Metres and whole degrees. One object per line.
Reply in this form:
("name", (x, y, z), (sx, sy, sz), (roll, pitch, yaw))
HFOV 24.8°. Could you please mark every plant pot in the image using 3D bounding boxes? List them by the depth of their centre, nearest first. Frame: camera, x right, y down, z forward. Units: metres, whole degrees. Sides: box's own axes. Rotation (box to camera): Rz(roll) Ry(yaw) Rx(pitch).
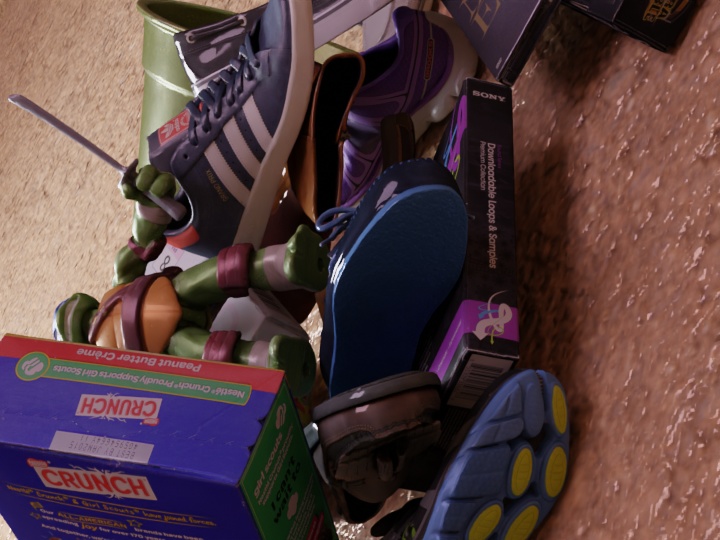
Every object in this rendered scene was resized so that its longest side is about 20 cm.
("plant pot", (-0.100, -0.094, 1.287), (0.200, 0.198, 0.192), (-133, 56, -65))

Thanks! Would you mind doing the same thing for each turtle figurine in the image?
("turtle figurine", (-0.128, 0.014, 0.961), (0.192, 0.201, 0.144), (0, 38, 25))

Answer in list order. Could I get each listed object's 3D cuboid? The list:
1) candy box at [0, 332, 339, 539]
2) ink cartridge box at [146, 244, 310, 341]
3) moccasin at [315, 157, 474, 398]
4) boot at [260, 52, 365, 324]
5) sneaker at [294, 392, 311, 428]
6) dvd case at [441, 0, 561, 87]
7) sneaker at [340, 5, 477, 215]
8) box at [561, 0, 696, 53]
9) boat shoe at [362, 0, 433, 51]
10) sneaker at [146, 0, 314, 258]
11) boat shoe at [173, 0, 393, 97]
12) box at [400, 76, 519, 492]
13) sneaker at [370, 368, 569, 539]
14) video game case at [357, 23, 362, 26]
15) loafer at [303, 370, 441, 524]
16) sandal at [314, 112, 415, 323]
("candy box", (-0.110, 0.129, 0.912), (0.201, 0.167, 0.078), (75, -152, -51))
("ink cartridge box", (-0.132, 0.082, 1.101), (0.201, 0.057, 0.163), (-54, 39, 5))
("moccasin", (0.004, 0.001, 0.905), (0.201, 0.080, 0.069), (113, 152, -49))
("boot", (-0.029, -0.044, 1.062), (0.200, 0.068, 0.190), (-150, 72, -76))
("sneaker", (-0.067, 0.097, 1.117), (0.200, 0.077, 0.091), (-115, 41, -61))
("dvd case", (0.100, -0.216, 1.021), (0.150, 0.016, 0.200), (-61, 21, 20))
("sneaker", (0.002, -0.116, 1.176), (0.200, 0.083, 0.081), (-52, 26, 34))
("box", (0.171, -0.245, 0.968), (0.201, 0.049, 0.199), (-63, 22, 10))
("boat shoe", (0.018, -0.242, 1.278), (0.075, 0.068, 0.202), (-40, 34, 47))
("sneaker", (-0.085, -0.091, 1.008), (0.075, 0.084, 0.201), (-102, 26, -56))
("boat shoe", (-0.038, -0.184, 1.099), (0.199, 0.067, 0.070), (-28, 10, 15))
("box", (0.056, 0.008, 0.955), (0.143, 0.036, 0.201), (111, 165, -50))
("sneaker", (0.042, 0.135, 0.861), (0.201, 0.070, 0.083), (-64, 33, 15))
("video game case", (-0.099, -0.281, 1.404), (0.046, 0.199, 0.181), (-62, 23, 1))
("loafer", (0.011, 0.098, 0.880), (0.200, 0.071, 0.064), (120, 135, -76))
("sandal", (0.000, 0.000, 1.025), (0.082, 0.054, 0.202), (-109, 25, -83))
